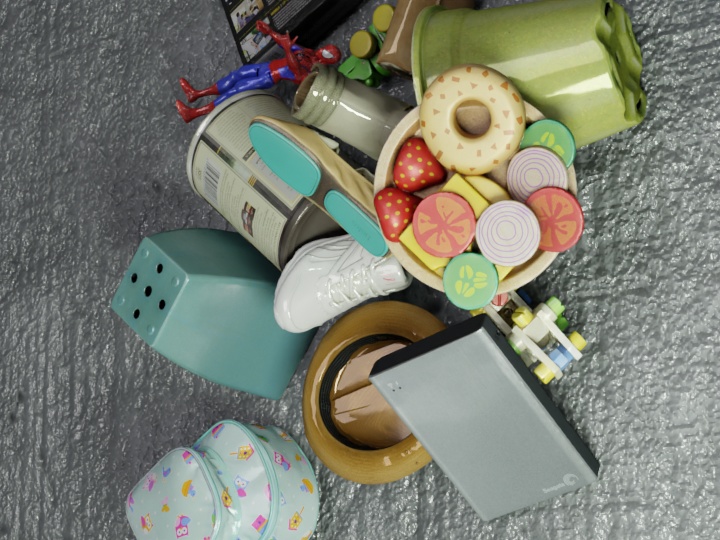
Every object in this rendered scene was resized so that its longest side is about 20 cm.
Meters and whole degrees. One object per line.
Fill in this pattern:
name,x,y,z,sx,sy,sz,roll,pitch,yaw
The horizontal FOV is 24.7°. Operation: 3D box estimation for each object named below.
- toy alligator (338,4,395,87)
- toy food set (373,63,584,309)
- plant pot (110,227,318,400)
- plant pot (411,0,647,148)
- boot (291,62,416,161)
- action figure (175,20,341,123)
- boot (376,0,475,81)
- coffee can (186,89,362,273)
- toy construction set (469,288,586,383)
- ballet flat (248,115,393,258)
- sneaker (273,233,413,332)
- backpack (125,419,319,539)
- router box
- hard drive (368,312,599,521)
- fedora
toy alligator,0.017,-0.231,1.809,0.200,0.059,0.054,-47,63,23
toy food set,0.108,-0.072,1.518,0.198,0.049,0.200,43,102,5
plant pot,-0.165,0.039,1.814,0.141,0.199,0.142,39,106,38
plant pot,0.174,-0.184,1.601,0.182,0.200,0.203,-13,73,25
boot,0.005,-0.154,1.694,0.200,0.153,0.073,-161,95,-85
action figure,-0.122,-0.238,1.857,0.198,0.099,0.066,-13,44,14
boot,0.055,-0.310,1.730,0.066,0.173,0.202,-166,93,-73
coffee can,-0.079,-0.088,1.804,0.200,0.146,0.147,42,108,37
toy construction set,0.136,0.018,1.602,0.092,0.131,0.201,-29,88,-2
ballet flat,-0.028,-0.093,1.668,0.200,0.063,0.069,44,143,3
sneaker,0.000,0.000,1.695,0.199,0.078,0.099,-37,31,-19
backpack,-0.147,0.262,1.789,0.200,0.153,0.176,-45,51,16
router box,-0.073,-0.340,1.913,0.199,0.051,0.150,-37,58,29
hard drive,0.120,0.144,1.576,0.139,0.200,0.033,-25,23,33
fedora,0.034,0.130,1.706,0.199,0.082,0.203,-9,74,31
